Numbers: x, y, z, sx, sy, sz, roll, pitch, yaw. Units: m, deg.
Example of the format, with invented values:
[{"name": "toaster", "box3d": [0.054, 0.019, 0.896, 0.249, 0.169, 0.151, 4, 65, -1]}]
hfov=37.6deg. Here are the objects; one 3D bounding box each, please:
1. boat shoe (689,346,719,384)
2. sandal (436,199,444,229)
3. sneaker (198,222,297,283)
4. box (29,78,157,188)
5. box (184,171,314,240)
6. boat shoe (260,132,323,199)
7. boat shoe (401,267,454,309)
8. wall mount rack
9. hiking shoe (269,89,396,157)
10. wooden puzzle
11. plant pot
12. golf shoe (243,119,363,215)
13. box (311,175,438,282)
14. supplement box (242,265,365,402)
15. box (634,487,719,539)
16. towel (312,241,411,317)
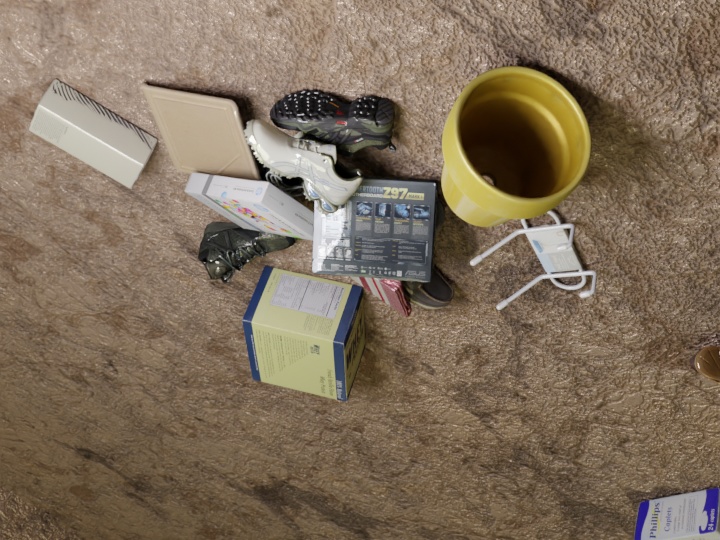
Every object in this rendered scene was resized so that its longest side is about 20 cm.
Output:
[{"name": "boat shoe", "box3d": [0.656, 0.177, 1.790, 0.196, 0.073, 0.072, 13, 169, 0]}, {"name": "sandal", "box3d": [0.039, -0.098, 1.732, 0.196, 0.043, 0.077, 11, 100, 5]}, {"name": "sneaker", "box3d": [-0.207, -0.032, 1.887, 0.196, 0.116, 0.077, -2, 141, 24]}, {"name": "box", "box3d": [-0.451, -0.230, 1.786, 0.198, 0.069, 0.082, 31, 143, -15]}, {"name": "box", "box3d": [-0.174, -0.106, 1.754, 0.198, 0.042, 0.155, 10, 164, 42]}, {"name": "boat shoe", "box3d": [-0.113, -0.158, 1.724, 0.074, 0.063, 0.199, 31, 143, -23]}, {"name": "boat shoe", "box3d": [0.087, -0.003, 1.819, 0.198, 0.075, 0.073, 33, 142, -18]}, {"name": "wall mount rack", "box3d": [0.284, -0.009, 1.719, 0.171, 0.075, 0.201, -7, 135, 32]}, {"name": "hiking shoe", "box3d": [-0.043, -0.213, 1.612, 0.196, 0.076, 0.102, 8, 139, 15]}, {"name": "wooden puzzle", "box3d": [-0.251, -0.221, 1.719, 0.197, 0.037, 0.186, 17, 145, 26]}, {"name": "plant pot", "box3d": [0.200, -0.155, 1.493, 0.198, 0.203, 0.189, 22, 160, -4]}, {"name": "golf shoe", "box3d": [-0.081, -0.176, 1.593, 0.199, 0.079, 0.097, 35, 128, -28]}, {"name": "box", "box3d": [0.023, -0.070, 1.690, 0.196, 0.051, 0.161, 3, 100, 7]}, {"name": "supplement box", "box3d": [-0.103, 0.122, 2.011, 0.196, 0.136, 0.202, 12, 143, 11]}, {"name": "box", "box3d": [0.708, 0.556, 2.210, 0.183, 0.106, 0.199, 40, 138, -26]}, {"name": "towel", "box3d": [0.000, 0.000, 1.820, 0.199, 0.023, 0.144, 35, 169, 20]}]
